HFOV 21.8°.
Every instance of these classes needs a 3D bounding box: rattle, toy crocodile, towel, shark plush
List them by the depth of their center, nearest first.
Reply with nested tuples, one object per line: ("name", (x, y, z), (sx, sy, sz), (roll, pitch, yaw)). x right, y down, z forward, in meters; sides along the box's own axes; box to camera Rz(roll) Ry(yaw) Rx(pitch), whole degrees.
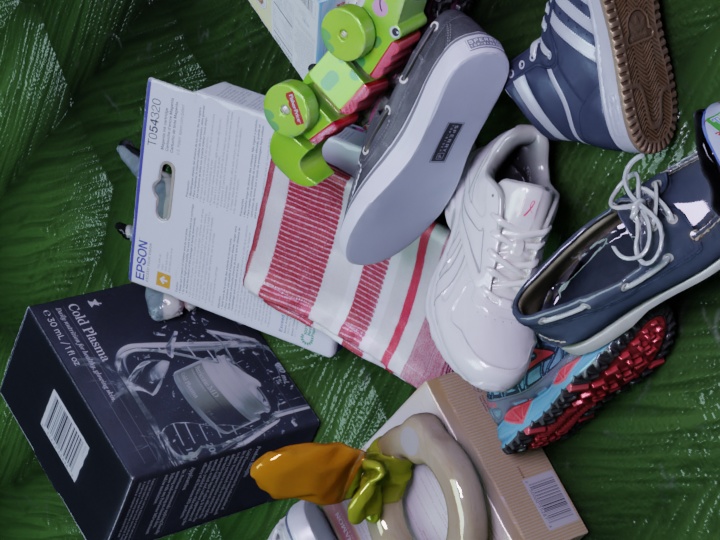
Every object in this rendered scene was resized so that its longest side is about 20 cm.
("toy crocodile", (-0.005, -0.138, 1.294), (0.062, 0.067, 0.200), (47, 125, 9))
("rattle", (0.030, 0.208, 1.339), (0.130, 0.143, 0.201), (-30, 69, 34))
("towel", (0.000, 0.000, 1.469), (0.200, 0.023, 0.144), (29, 125, 19))
("shark plush", (-0.182, -0.048, 1.676), (0.091, 0.083, 0.200), (76, 168, -67))

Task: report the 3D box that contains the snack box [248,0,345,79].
("snack box", (-0.070, -0.251, 1.492), (0.200, 0.037, 0.116), (56, 160, 24))

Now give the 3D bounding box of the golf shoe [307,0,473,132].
("golf shoe", (0.028, -0.198, 1.339), (0.092, 0.073, 0.200), (37, 110, 21))

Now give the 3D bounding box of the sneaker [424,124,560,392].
("sneaker", (0.096, -0.016, 1.281), (0.099, 0.078, 0.201), (125, 151, -56))

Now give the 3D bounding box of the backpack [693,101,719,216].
("backpack", (0.276, -0.032, 1.025), (0.154, 0.200, 0.191), (-38, 60, 18))

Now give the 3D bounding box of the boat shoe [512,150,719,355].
("boat shoe", (0.181, -0.023, 1.200), (0.200, 0.062, 0.075), (-38, 48, 28))

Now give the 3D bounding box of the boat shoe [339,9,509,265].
("boat shoe", (0.033, -0.094, 1.303), (0.066, 0.070, 0.200), (59, 136, 38))

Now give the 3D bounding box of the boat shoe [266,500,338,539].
("boat shoe", (-0.047, 0.236, 1.542), (0.074, 0.065, 0.200), (62, 179, 16))

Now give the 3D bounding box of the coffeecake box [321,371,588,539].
("coffeecake box", (0.066, 0.189, 1.457), (0.154, 0.073, 0.200), (61, 141, 19))

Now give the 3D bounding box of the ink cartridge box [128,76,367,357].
("ink cartridge box", (-0.090, -0.049, 1.545), (0.199, 0.043, 0.197), (21, 121, 18))

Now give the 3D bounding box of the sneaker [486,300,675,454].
("sneaker", (0.139, 0.054, 1.315), (0.200, 0.079, 0.096), (-46, 62, 48))

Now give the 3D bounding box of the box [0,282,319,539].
("box", (-0.179, 0.120, 1.652), (0.200, 0.196, 0.124), (53, 137, 27))

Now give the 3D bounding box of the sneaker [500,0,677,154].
("sneaker", (0.144, -0.176, 1.239), (0.108, 0.070, 0.201), (6, 109, 50))

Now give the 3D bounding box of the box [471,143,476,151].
("box", (0.034, -0.177, 1.406), (0.039, 0.041, 0.201), (-21, 84, 52))
